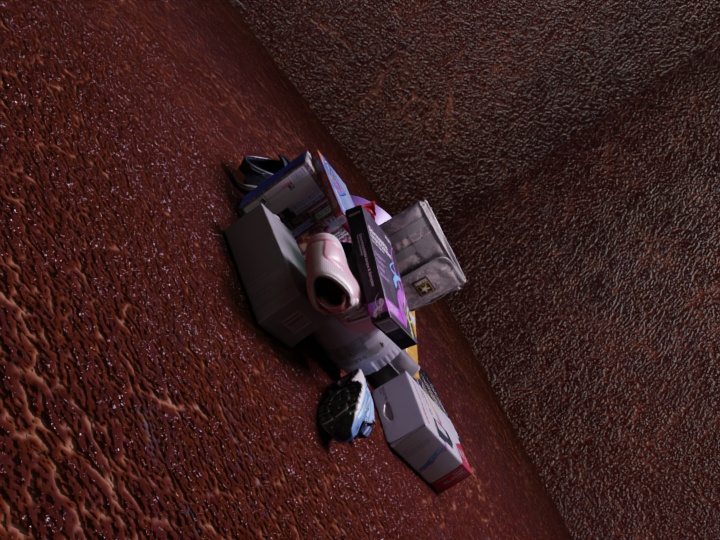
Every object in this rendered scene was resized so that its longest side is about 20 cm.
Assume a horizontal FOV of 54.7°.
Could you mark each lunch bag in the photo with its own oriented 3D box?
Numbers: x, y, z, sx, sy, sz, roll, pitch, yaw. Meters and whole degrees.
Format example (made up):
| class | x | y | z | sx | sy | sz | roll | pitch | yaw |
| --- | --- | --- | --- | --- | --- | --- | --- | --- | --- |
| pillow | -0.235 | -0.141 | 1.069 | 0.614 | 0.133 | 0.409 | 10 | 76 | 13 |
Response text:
| class | x | y | z | sx | sy | sz | roll | pitch | yaw |
| --- | --- | --- | --- | --- | --- | --- | --- | --- | --- |
| lunch bag | 0.109 | -0.020 | 1.458 | 0.201 | 0.163 | 0.118 | 61 | 15 | -1 |

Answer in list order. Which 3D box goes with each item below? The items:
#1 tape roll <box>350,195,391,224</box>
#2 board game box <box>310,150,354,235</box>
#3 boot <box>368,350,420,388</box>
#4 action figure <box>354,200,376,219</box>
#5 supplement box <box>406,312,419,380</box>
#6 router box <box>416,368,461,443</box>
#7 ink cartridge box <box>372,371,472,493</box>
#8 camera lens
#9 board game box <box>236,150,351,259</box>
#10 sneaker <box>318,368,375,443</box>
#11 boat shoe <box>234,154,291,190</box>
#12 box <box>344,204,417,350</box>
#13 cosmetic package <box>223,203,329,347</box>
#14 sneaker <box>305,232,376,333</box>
| class | x | y | z | sx | sy | sz | roll | pitch | yaw |
| --- | --- | --- | --- | --- | --- | --- | --- | --- | --- |
| tape roll | -0.006 | -0.082 | 1.673 | 0.199 | 0.085 | 0.201 | 25 | -26 | 13 |
| board game box | -0.036 | -0.126 | 1.241 | 0.103 | 0.019 | 0.201 | 51 | 12 | -40 |
| boot | 0.052 | 0.131 | 1.365 | 0.200 | 0.181 | 0.073 | 50 | 24 | -12 |
| action figure | -0.062 | -0.091 | 1.527 | 0.065 | 0.198 | 0.100 | 98 | -14 | -77 |
| supplement box | 0.087 | 0.150 | 1.574 | 0.069 | 0.066 | 0.202 | 42 | 39 | -53 |
| router box | 0.146 | 0.306 | 1.604 | 0.149 | 0.051 | 0.201 | 41 | 18 | -52 |
| ink cartridge box | 0.120 | 0.315 | 1.355 | 0.200 | 0.082 | 0.146 | 50 | 12 | -37 |
| camera lens | -0.024 | 0.064 | 1.214 | 0.201 | 0.159 | 0.160 | 53 | 10 | -21 |
| board game box | -0.107 | -0.092 | 1.313 | 0.201 | 0.159 | 0.097 | 54 | 10 | -18 |
| sneaker | -0.005 | 0.218 | 1.067 | 0.090 | 0.078 | 0.200 | 59 | 10 | -5 |
| boat shoe | -0.152 | -0.194 | 1.390 | 0.198 | 0.063 | 0.075 | 1 | 39 | -29 |
| box | 0.034 | 0.012 | 1.109 | 0.143 | 0.036 | 0.202 | 45 | 26 | -60 |
| cosmetic package | -0.133 | 0.005 | 1.097 | 0.107 | 0.090 | 0.201 | 46 | 12 | -52 |
| sneaker | -0.028 | 0.049 | 1.048 | 0.105 | 0.075 | 0.201 | -92 | 159 | -51 |
